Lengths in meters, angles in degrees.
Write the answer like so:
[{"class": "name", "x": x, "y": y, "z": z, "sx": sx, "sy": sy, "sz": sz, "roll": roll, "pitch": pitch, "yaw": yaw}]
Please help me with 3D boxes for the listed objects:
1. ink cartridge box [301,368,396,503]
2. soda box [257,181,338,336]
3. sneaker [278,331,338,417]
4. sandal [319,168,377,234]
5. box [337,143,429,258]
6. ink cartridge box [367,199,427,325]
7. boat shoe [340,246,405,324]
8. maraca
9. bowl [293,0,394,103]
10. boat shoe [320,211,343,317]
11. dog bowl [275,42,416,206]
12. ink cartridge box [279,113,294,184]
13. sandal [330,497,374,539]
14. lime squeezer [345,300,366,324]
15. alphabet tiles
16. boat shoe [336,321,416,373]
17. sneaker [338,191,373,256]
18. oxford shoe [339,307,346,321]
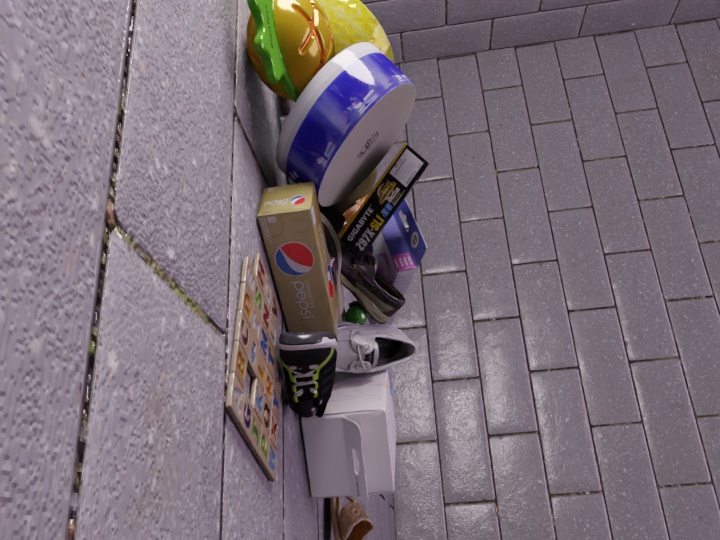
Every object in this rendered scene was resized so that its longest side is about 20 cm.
[{"class": "ink cartridge box", "x": -0.013, "y": 0.235, "z": 0.921, "sx": 0.200, "sy": 0.121, "sz": 0.133, "roll": -73, "pitch": 157, "yaw": -75}, {"class": "soda box", "x": -0.075, "y": -0.005, "z": 0.792, "sx": 0.065, "sy": 0.065, "sz": 0.205, "roll": -90, "pitch": 172, "yaw": -54}, {"class": "sneaker", "x": -0.058, "y": 0.135, "z": 0.762, "sx": 0.201, "sy": 0.069, "sz": 0.086, "roll": 82, "pitch": 6, "yaw": -66}, {"class": "sandal", "x": -0.044, "y": -0.119, "z": 0.969, "sx": 0.078, "sy": 0.068, "sz": 0.214, "roll": 52, "pitch": 42, "yaw": -24}, {"class": "box", "x": 0.034, "y": -0.106, "z": 0.933, "sx": 0.162, "sy": 0.049, "sz": 0.200, "roll": -56, "pitch": -177, "yaw": 8}, {"class": "ink cartridge box", "x": 0.038, "y": -0.033, "z": 1.108, "sx": 0.200, "sy": 0.042, "sz": 0.204, "roll": -111, "pitch": -149, "yaw": -43}, {"class": "boat shoe", "x": 0.000, "y": 0.000, "z": 0.988, "sx": 0.200, "sy": 0.064, "sz": 0.074, "roll": 48, "pitch": 13, "yaw": -32}, {"class": "maraca", "x": -0.089, "y": -0.272, "z": 0.734, "sx": 0.200, "sy": 0.103, "sz": 0.142, "roll": -34, "pitch": 112, "yaw": -75}, {"class": "bowl", "x": -0.057, "y": -0.299, "z": 0.908, "sx": 0.109, "sy": 0.196, "sz": 0.202, "roll": -56, "pitch": 157, "yaw": -23}, {"class": "boat shoe", "x": -0.064, "y": 0.009, "z": 0.887, "sx": 0.066, "sy": 0.069, "sz": 0.205, "roll": -71, "pitch": 160, "yaw": -51}, {"class": "dog bowl", "x": -0.017, "y": -0.186, "z": 0.811, "sx": 0.078, "sy": 0.201, "sz": 0.200, "roll": 41, "pitch": -3, "yaw": 10}, {"class": "ink cartridge box", "x": -0.084, "y": -0.202, "z": 1.003, "sx": 0.201, "sy": 0.048, "sz": 0.113, "roll": -78, "pitch": 162, "yaw": -71}, {"class": "sandal", "x": -0.012, "y": 0.412, "z": 0.964, "sx": 0.215, "sy": 0.067, "sz": 0.080, "roll": -89, "pitch": 172, "yaw": -52}, {"class": "lime squeezer", "x": -0.002, "y": 0.083, "z": 1.036, "sx": 0.201, "sy": 0.036, "sz": 0.073, "roll": -78, "pitch": 156, "yaw": -68}, {"class": "alphabet tiles", "x": -0.106, "y": 0.092, "z": 0.661, "sx": 0.170, "sy": 0.007, "sz": 0.205, "roll": 78, "pitch": 8, "yaw": -50}, {"class": "boat shoe", "x": 0.002, "y": 0.116, "z": 0.918, "sx": 0.065, "sy": 0.195, "sz": 0.076, "roll": 20, "pitch": -69, "yaw": 49}, {"class": "sneaker", "x": -0.020, "y": -0.073, "z": 1.109, "sx": 0.089, "sy": 0.072, "sz": 0.205, "roll": 105, "pitch": -13, "yaw": -54}, {"class": "oxford shoe", "x": -0.056, "y": 0.064, "z": 1.007, "sx": 0.076, "sy": 0.056, "sz": 0.205, "roll": -79, "pitch": 158, "yaw": -60}]
